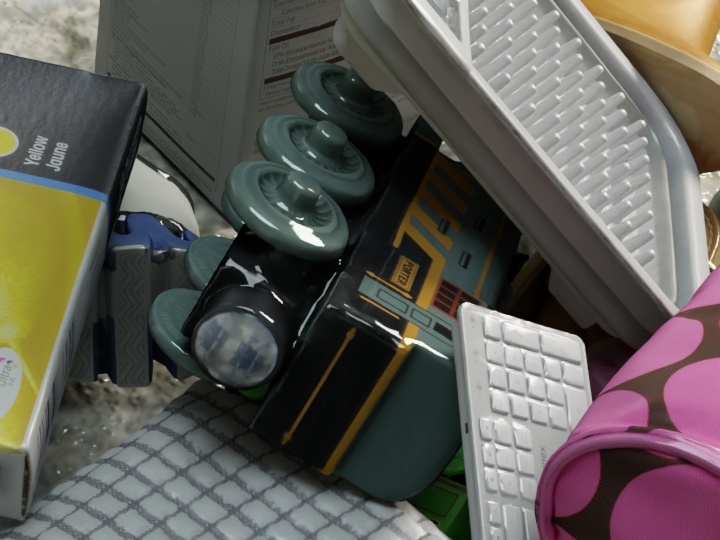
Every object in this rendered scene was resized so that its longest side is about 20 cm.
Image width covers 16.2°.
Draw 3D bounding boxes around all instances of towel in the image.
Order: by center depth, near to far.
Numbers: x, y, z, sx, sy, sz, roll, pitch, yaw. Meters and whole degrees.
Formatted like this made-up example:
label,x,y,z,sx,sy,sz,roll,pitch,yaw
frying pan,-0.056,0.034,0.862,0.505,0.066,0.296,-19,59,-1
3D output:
label,x,y,z,sx,sy,sz,roll,pitch,yaw
towel,-0.030,0.142,0.814,0.199,0.086,0.165,32,42,22

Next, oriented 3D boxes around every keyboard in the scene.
label,x,y,z,sx,sy,sz,roll,pitch,yaw
keyboard,0.060,0.107,0.783,0.056,0.011,0.201,13,59,-32

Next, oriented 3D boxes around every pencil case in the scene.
label,x,y,z,sx,sy,sz,roll,pitch,yaw
pencil case,0.136,0.044,0.820,0.093,0.091,0.200,26,37,18

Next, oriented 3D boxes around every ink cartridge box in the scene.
label,x,y,z,sx,sy,sz,roll,pitch,yaw
ink cartridge box,-0.188,-0.014,0.867,0.199,0.047,0.198,13,42,-2

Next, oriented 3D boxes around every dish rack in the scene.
label,x,y,z,sx,sy,sz,roll,pitch,yaw
dish rack,0.055,-0.068,0.929,0.200,0.043,0.172,47,22,-21

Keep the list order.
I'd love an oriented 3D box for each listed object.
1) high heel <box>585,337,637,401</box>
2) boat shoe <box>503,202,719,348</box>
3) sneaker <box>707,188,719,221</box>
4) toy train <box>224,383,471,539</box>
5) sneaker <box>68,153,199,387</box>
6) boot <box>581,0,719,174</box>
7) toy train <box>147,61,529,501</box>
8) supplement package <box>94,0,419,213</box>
label,x,y,z,sx,sy,sz,roll,pitch,yaw
high heel,0.174,0.058,0.945,0.199,0.068,0.096,0,40,-39
boat shoe,0.093,0.019,0.990,0.073,0.063,0.200,25,43,17
sneaker,0.252,-0.047,1.080,0.199,0.089,0.074,-3,41,-17
toy train,0.021,0.081,0.895,0.199,0.042,0.057,18,60,35
sneaker,-0.148,-0.012,0.975,0.198,0.081,0.115,2,33,-9
boot,0.139,-0.112,1.102,0.144,0.071,0.201,-33,30,-26
toy train,0.000,0.000,0.894,0.114,0.085,0.200,32,26,-3
supplement package,-0.031,-0.142,1.042,0.109,0.201,0.114,-22,51,-32
